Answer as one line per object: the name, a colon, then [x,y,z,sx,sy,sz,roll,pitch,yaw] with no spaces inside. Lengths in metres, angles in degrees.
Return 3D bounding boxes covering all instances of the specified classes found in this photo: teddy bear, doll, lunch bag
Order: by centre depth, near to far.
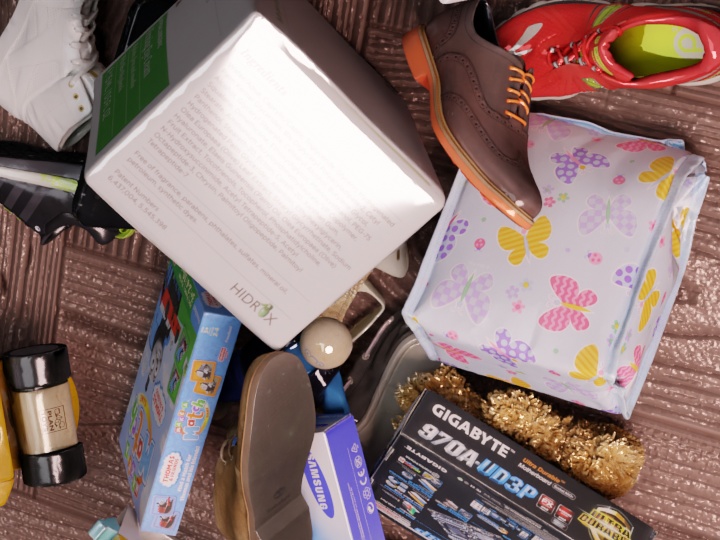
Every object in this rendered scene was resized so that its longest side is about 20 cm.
lunch bag: [0.150,-0.013,1.155,0.169,0.127,0.200,15,75,22]
teddy bear: [0.115,0.137,1.208,0.200,0.067,0.145,27,141,-1]
doll: [-0.058,0.086,1.245,0.136,0.048,0.200,49,143,1]

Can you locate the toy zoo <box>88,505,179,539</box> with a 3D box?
toy zoo: [-0.136,0.260,1.259,0.200,0.131,0.020,38,98,-20]

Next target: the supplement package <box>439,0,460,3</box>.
supplement package: [0.103,-0.264,1.079,0.109,0.200,0.114,-31,90,26]

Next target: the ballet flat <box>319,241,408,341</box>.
ballet flat: [0.000,0.000,1.265,0.065,0.071,0.200,28,117,-11]

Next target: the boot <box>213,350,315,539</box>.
boot: [-0.080,0.138,1.159,0.075,0.074,0.200,29,130,35]

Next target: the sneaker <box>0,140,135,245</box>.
sneaker: [-0.288,-0.062,1.359,0.200,0.072,0.083,10,106,20]

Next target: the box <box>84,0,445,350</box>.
box: [-0.073,-0.095,1.143,0.171,0.199,0.200,-40,114,12]

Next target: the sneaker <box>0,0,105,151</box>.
sneaker: [-0.231,-0.192,1.311,0.116,0.074,0.200,41,123,8]

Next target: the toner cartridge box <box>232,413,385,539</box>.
toner cartridge box: [-0.030,0.214,1.227,0.095,0.043,0.200,-8,102,35]

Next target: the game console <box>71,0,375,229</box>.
game console: [-0.111,-0.101,1.256,0.116,0.176,0.200,38,116,42]

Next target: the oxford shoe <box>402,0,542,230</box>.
oxford shoe: [0.091,-0.117,1.109,0.073,0.071,0.200,-35,54,19]

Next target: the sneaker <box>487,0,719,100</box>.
sneaker: [0.175,-0.163,1.135,0.200,0.085,0.077,-4,100,24]

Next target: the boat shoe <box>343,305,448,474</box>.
boat shoe: [0.011,0.113,1.289,0.067,0.057,0.200,21,118,-24]

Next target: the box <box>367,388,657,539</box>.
box: [0.105,0.185,1.190,0.200,0.046,0.159,31,152,4]

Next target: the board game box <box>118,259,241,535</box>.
board game box: [-0.152,0.094,1.301,0.037,0.151,0.200,10,110,-20]

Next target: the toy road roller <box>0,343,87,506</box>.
toy road roller: [-0.343,0.135,1.369,0.146,0.200,0.123,6,106,59]
